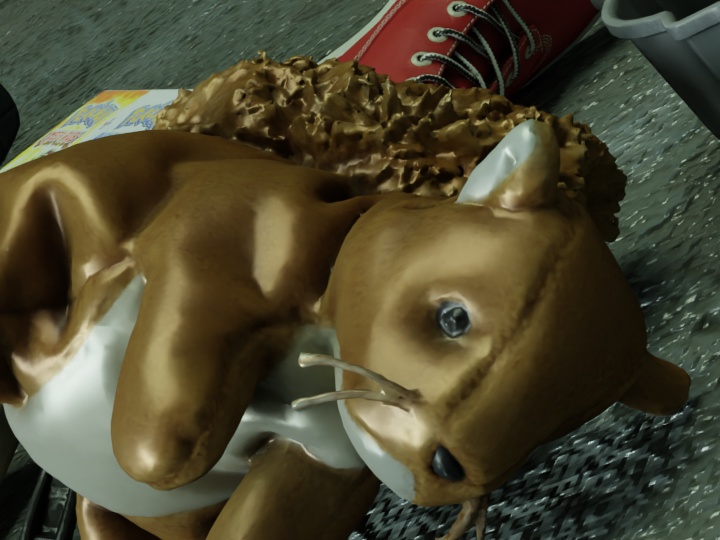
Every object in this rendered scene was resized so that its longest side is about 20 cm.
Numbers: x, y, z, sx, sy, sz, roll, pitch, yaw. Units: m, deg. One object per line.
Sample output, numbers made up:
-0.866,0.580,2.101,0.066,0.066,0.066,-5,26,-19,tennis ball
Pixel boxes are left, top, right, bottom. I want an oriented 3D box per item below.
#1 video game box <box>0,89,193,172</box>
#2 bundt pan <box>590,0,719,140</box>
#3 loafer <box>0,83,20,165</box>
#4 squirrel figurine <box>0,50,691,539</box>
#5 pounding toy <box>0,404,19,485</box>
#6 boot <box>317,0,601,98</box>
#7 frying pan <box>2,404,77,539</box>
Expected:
-0.145,-0.014,1.162,0.182,0.047,0.200,-38,16,-17,video game box
0.170,-0.099,0.733,0.201,0.076,0.202,-32,16,10,bundt pan
-0.279,-0.040,1.447,0.200,0.073,0.072,-42,14,-26,loafer
0.000,0.000,0.698,0.186,0.142,0.200,-12,30,38,squirrel figurine
-0.221,0.058,0.916,0.142,0.184,0.200,-24,27,25,pounding toy
0.045,-0.076,0.932,0.200,0.072,0.144,-43,17,1,boot
-0.108,0.033,0.894,0.115,0.031,0.190,19,42,23,frying pan
